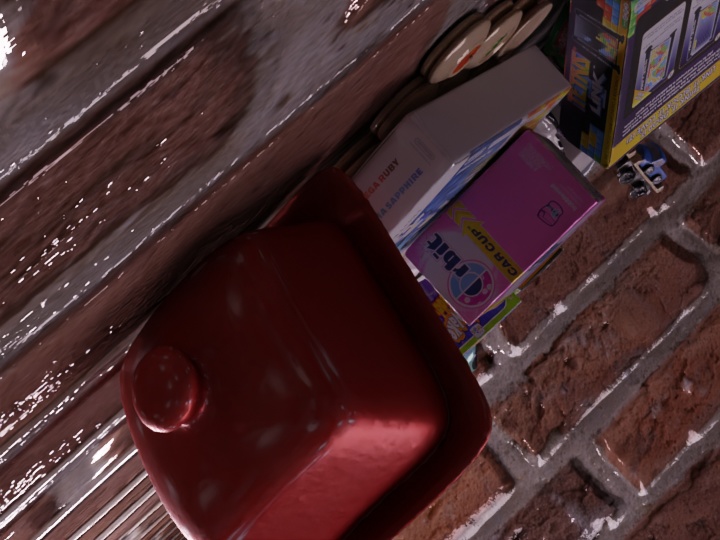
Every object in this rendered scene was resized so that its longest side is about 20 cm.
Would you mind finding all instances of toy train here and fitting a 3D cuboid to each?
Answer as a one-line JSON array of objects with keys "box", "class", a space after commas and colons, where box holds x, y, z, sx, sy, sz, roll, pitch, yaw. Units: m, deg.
[{"box": [0.211, -0.116, 1.179, 0.046, 0.034, 0.200, -37, 143, 11], "class": "toy train"}]

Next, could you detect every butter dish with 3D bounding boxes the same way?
[{"box": [-0.062, 0.067, 0.774, 0.200, 0.201, 0.147, -46, 150, 25], "class": "butter dish"}]

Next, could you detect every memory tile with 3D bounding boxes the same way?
[{"box": [0.036, -0.096, 0.906, 0.200, 0.017, 0.153, -48, 173, 31], "class": "memory tile"}]

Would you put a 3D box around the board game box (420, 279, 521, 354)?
[{"box": [0.061, 0.015, 1.275, 0.045, 0.135, 0.200, -45, 174, 24], "class": "board game box"}]

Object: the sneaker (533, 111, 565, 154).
[{"box": [0.117, -0.109, 1.151, 0.079, 0.074, 0.200, -34, 169, 7], "class": "sneaker"}]

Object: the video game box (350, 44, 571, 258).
[{"box": [0.034, -0.051, 0.918, 0.182, 0.047, 0.200, -44, 175, 35], "class": "video game box"}]

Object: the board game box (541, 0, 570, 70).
[{"box": [0.228, -0.243, 1.113, 0.200, 0.029, 0.135, -43, 175, -7], "class": "board game box"}]

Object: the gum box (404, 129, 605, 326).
[{"box": [0.107, -0.032, 0.991, 0.113, 0.066, 0.200, -45, 174, 11], "class": "gum box"}]

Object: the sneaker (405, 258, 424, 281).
[{"box": [0.000, 0.000, 1.120, 0.199, 0.073, 0.112, -26, 167, -45], "class": "sneaker"}]

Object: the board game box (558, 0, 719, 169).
[{"box": [0.232, -0.194, 1.032, 0.199, 0.057, 0.166, -37, 150, -24], "class": "board game box"}]

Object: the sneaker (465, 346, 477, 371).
[{"box": [0.041, 0.017, 1.424, 0.138, 0.202, 0.078, -4, 139, 2], "class": "sneaker"}]

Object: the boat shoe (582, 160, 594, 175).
[{"box": [0.235, -0.178, 1.368, 0.068, 0.073, 0.201, -86, -160, -69], "class": "boat shoe"}]

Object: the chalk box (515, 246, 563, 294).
[{"box": [0.134, 0.008, 1.785, 0.124, 0.124, 0.200, -38, 173, -46], "class": "chalk box"}]

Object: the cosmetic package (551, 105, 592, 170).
[{"box": [0.170, -0.123, 1.290, 0.107, 0.085, 0.200, -31, 167, -49], "class": "cosmetic package"}]
